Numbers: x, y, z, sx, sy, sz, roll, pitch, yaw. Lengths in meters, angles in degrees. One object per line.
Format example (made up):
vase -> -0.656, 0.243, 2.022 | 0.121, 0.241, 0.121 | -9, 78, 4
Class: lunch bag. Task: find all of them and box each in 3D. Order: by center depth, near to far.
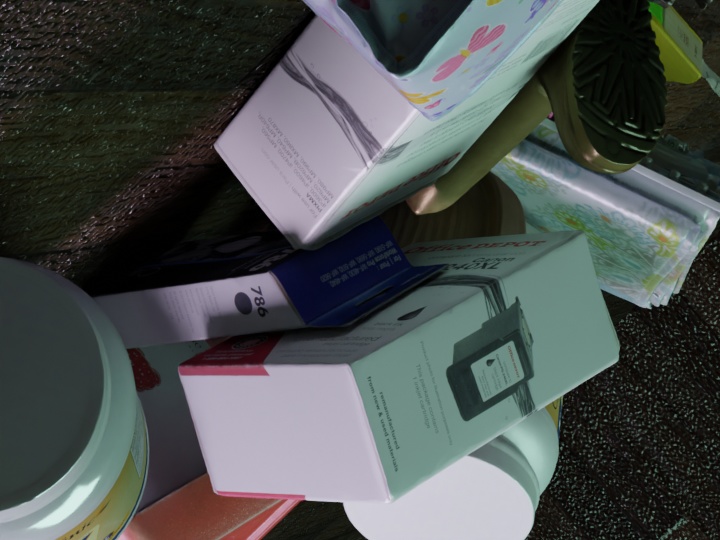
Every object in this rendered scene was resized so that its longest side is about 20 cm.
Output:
lunch bag -> 0.063, -0.174, 1.277 | 0.200, 0.127, 0.170 | -47, 172, 1

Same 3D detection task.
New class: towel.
towel -> 0.135, -0.051, 1.899 | 0.048, 0.199, 0.171 | -63, 177, -16

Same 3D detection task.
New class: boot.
boot -> 0.091, -0.086, 1.649 | 0.200, 0.066, 0.176 | -40, -146, 44

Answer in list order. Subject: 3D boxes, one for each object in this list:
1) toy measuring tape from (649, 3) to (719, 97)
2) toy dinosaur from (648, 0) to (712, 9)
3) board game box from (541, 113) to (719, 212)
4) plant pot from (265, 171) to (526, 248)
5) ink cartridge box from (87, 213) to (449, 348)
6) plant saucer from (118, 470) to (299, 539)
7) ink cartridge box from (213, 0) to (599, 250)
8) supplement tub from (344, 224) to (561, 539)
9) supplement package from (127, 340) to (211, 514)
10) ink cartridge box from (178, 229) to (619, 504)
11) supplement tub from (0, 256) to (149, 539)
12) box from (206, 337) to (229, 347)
toy measuring tape -> 0.187, -0.124, 1.832 | 0.073, 0.200, 0.074 | -35, -153, 21
toy dinosaur -> 0.151, -0.185, 1.708 | 0.200, 0.102, 0.077 | -34, -152, 52
board game box -> 0.194, -0.082, 1.850 | 0.026, 0.199, 0.200 | -63, -174, 11
plant pot -> 0.000, 0.000, 1.779 | 0.200, 0.093, 0.201 | -34, -146, 27
ink cartridge box -> -0.056, 0.006, 1.603 | 0.199, 0.039, 0.099 | -6, -165, 41
plant saucer -> -0.111, 0.170, 1.684 | 0.200, 0.037, 0.200 | -28, 166, -48
ink cartridge box -> 0.033, -0.115, 1.532 | 0.145, 0.085, 0.200 | -29, 164, -47
supplement tub -> 0.061, 0.074, 1.867 | 0.144, 0.144, 0.201 | -50, -157, 46
supplement package -> -0.165, 0.109, 1.667 | 0.120, 0.121, 0.200 | -44, 170, 30
ink cartridge box -> 0.024, 0.051, 1.582 | 0.145, 0.084, 0.200 | -4, -161, 47
supplement tub -> -0.178, 0.075, 1.400 | 0.144, 0.145, 0.200 | -38, 170, -9
box -> -0.112, 0.109, 1.941 | 0.200, 0.100, 0.075 | -46, 170, 33
